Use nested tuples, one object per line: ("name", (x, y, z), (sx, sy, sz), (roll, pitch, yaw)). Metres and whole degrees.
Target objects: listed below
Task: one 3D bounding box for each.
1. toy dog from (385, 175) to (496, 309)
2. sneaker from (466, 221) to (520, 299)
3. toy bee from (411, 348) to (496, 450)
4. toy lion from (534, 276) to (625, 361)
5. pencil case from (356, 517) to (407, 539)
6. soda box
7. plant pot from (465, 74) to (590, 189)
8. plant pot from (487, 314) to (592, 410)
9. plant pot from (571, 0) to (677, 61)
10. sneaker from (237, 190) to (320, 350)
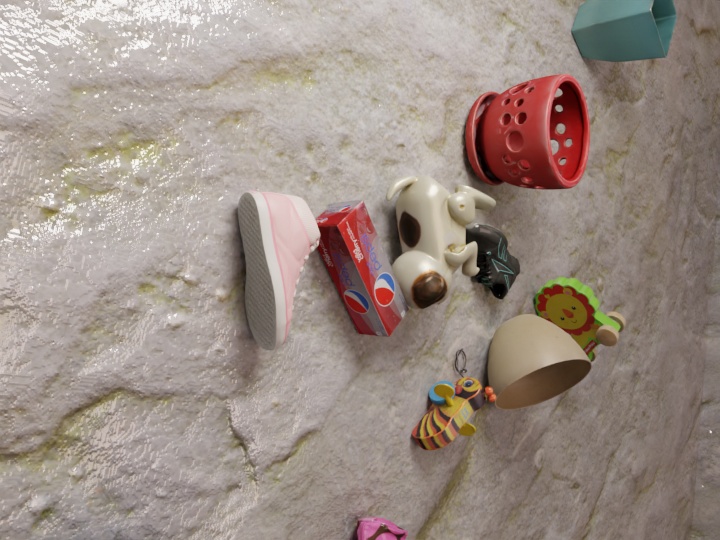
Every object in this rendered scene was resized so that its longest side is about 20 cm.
("toy dog", (0.112, -0.038, 1.032), (0.193, 0.138, 0.203), (24, 76, -45))
("sneaker", (0.247, -0.019, 1.231), (0.200, 0.075, 0.080), (42, 63, -40))
("toy bee", (0.174, 0.224, 1.133), (0.131, 0.108, 0.202), (36, 65, -41))
("toy lion", (0.464, 0.113, 1.428), (0.069, 0.191, 0.201), (-43, 162, -38))
("pencil case", (0.001, 0.469, 0.965), (0.093, 0.090, 0.202), (36, 62, -28))
("soda box", (0.000, 0.000, 0.959), (0.070, 0.063, 0.202), (-47, 124, -37))
("plant pot", (0.310, -0.249, 1.212), (0.199, 0.181, 0.203), (-1, 92, -48))
("plant pot", (0.330, 0.167, 1.272), (0.199, 0.200, 0.136), (21, 39, -47))
("plant pot", (0.616, -0.587, 1.534), (0.141, 0.198, 0.143), (45, 60, -40))
("sneaker", (-0.095, -0.003, 0.841), (0.104, 0.075, 0.203), (-8, 94, -43))
